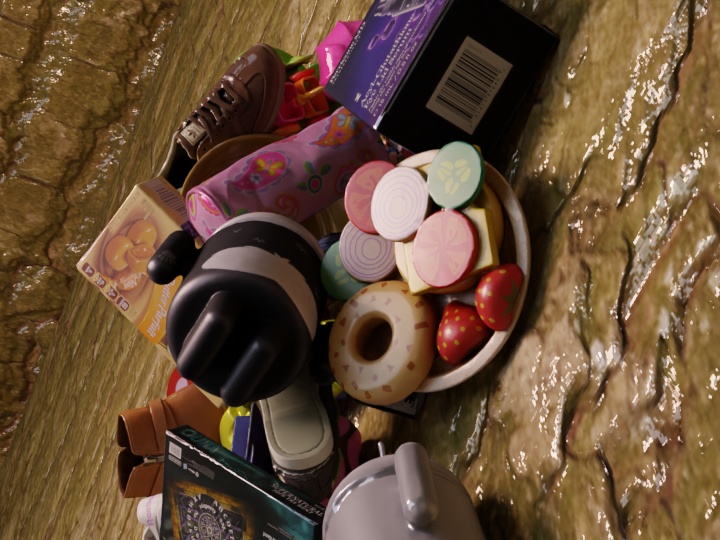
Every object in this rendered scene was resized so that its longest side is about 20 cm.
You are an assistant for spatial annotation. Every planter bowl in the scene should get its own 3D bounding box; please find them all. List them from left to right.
[{"bbox_3d":[-0.107,-0.035,1.452,0.083,0.199,0.202,-28,47,63],"label":"planter bowl"}]

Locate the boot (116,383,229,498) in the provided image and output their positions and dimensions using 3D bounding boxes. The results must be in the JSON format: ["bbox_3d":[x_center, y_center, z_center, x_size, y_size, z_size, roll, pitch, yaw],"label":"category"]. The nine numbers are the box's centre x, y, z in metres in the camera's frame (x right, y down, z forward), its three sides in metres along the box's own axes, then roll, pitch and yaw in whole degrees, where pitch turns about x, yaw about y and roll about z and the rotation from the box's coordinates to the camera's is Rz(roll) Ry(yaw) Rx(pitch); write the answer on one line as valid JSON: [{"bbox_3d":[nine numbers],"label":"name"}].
[{"bbox_3d":[-0.166,0.214,1.407,0.077,0.154,0.202,23,120,53],"label":"boot"}]

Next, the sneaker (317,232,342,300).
[{"bbox_3d":[0.000,0.000,1.323,0.200,0.075,0.079,141,127,-65],"label":"sneaker"}]

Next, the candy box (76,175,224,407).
[{"bbox_3d":[-0.165,0.020,1.343,0.116,0.200,0.055,-49,-7,25],"label":"candy box"}]

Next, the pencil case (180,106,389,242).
[{"bbox_3d":[-0.069,-0.079,1.307,0.199,0.088,0.087,-32,1,-27],"label":"pencil case"}]

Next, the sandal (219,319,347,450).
[{"bbox_3d":[-0.052,0.115,1.360,0.200,0.087,0.080,-41,66,29],"label":"sandal"}]

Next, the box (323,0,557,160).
[{"bbox_3d":[0.064,-0.179,1.216,0.149,0.104,0.200,-60,21,6],"label":"box"}]

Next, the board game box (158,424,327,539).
[{"bbox_3d":[-0.098,0.227,1.154,0.199,0.028,0.136,23,114,42],"label":"board game box"}]

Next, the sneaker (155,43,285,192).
[{"bbox_3d":[-0.148,-0.145,1.440,0.201,0.070,0.075,-56,-18,27],"label":"sneaker"}]

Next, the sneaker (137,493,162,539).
[{"bbox_3d":[-0.151,0.265,1.341,0.201,0.099,0.075,70,-161,-47],"label":"sneaker"}]

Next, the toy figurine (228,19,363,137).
[{"bbox_3d":[-0.015,-0.204,1.489,0.183,0.199,0.151,-20,90,44],"label":"toy figurine"}]

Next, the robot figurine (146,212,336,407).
[{"bbox_3d":[-0.093,0.032,1.162,0.200,0.124,0.151,-73,-35,-64],"label":"robot figurine"}]

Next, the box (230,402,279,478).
[{"bbox_3d":[-0.095,0.220,1.291,0.201,0.032,0.122,76,-164,-54],"label":"box"}]

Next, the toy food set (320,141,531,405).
[{"bbox_3d":[0.047,-0.003,1.099,0.199,0.048,0.200,-23,67,37],"label":"toy food set"}]

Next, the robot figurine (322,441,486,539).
[{"bbox_3d":[0.035,0.206,0.967,0.200,0.112,0.171,-108,21,-59],"label":"robot figurine"}]

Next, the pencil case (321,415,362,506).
[{"bbox_3d":[-0.049,0.228,1.233,0.093,0.091,0.201,-14,54,33],"label":"pencil case"}]

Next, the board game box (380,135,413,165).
[{"bbox_3d":[0.027,-0.105,1.384,0.200,0.039,0.159,162,124,-68],"label":"board game box"}]

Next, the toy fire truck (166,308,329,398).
[{"bbox_3d":[-0.114,0.114,1.512,0.167,0.112,0.202,18,91,53],"label":"toy fire truck"}]

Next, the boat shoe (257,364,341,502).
[{"bbox_3d":[-0.055,0.118,1.200,0.202,0.071,0.061,-99,-2,-57],"label":"boat shoe"}]

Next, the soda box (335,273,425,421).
[{"bbox_3d":[0.045,0.019,1.187,0.071,0.063,0.201,-143,72,-70],"label":"soda box"}]
